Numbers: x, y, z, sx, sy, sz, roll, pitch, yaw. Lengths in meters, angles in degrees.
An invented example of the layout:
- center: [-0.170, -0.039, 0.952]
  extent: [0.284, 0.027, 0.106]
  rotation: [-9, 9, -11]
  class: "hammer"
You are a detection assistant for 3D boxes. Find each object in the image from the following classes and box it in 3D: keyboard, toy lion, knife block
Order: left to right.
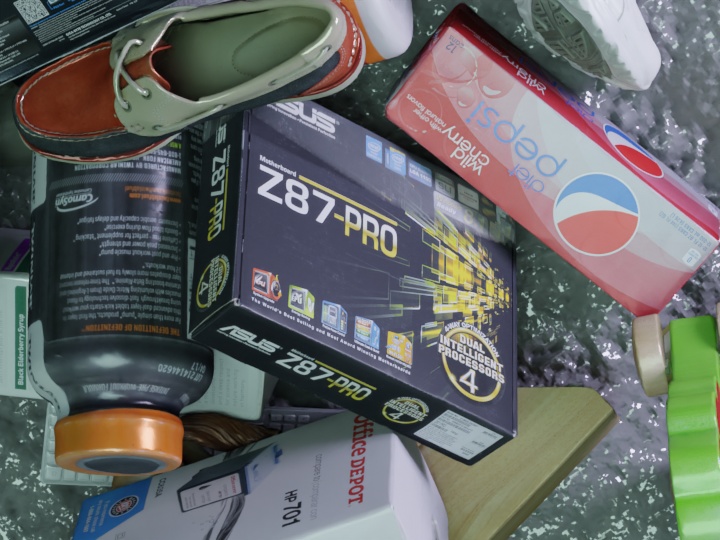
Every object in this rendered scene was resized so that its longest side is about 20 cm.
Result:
- center: [-0.093, 0.107, 1.551]
  extent: [0.198, 0.011, 0.057]
  rotation: [3, 108, -13]
  class: "keyboard"
- center: [0.054, 0.158, 1.514]
  extent: [0.198, 0.064, 0.177]
  rotation: [-1, 82, 9]
  class: "knife block"
- center: [0.198, 0.129, 1.420]
  extent: [0.068, 0.193, 0.201]
  rotation: [-9, 136, 11]
  class: "toy lion"

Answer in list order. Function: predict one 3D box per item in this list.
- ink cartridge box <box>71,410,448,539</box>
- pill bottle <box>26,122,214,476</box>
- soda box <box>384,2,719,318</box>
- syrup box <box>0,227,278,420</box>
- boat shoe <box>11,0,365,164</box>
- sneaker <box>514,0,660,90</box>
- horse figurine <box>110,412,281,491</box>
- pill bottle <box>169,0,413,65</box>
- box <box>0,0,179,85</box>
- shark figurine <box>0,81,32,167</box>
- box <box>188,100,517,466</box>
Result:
- center: [-0.058, 0.162, 1.418]
  extent: [0.199, 0.147, 0.086]
  rotation: [-20, 109, 9]
  class: "ink cartridge box"
- center: [-0.133, 0.011, 1.424]
  extent: [0.105, 0.106, 0.202]
  rotation: [-3, 74, 10]
  class: "pill bottle"
- center: [0.111, -0.062, 1.467]
  extent: [0.200, 0.063, 0.070]
  rotation: [38, 110, -5]
  class: "soda box"
- center: [-0.148, 0.030, 1.531]
  extent: [0.198, 0.079, 0.082]
  rotation: [6, 110, 7]
  class: "syrup box"
- center: [-0.096, -0.106, 1.359]
  extent: [0.199, 0.063, 0.072]
  rotation: [-12, 81, 10]
  class: "boat shoe"
- center: [0.124, -0.190, 1.417]
  extent: [0.099, 0.078, 0.200]
  rotation: [-45, 120, -18]
  class: "sneaker"
- center: [-0.114, 0.158, 1.524]
  extent: [0.132, 0.050, 0.201]
  rotation: [24, 110, -6]
  class: "horse figurine"
- center: [-0.078, -0.151, 1.442]
  extent: [0.199, 0.110, 0.110]
  rotation: [-14, 106, 14]
  class: "pill bottle"
- center: [-0.166, -0.197, 1.340]
  extent: [0.199, 0.046, 0.159]
  rotation: [-22, 116, 24]
  class: "box"
- center: [-0.256, -0.056, 1.491]
  extent: [0.213, 0.090, 0.128]
  rotation: [-19, 142, 9]
  class: "shark figurine"
- center: [0.000, 0.000, 1.418]
  extent: [0.199, 0.162, 0.049]
  rotation: [27, 136, -29]
  class: "box"
